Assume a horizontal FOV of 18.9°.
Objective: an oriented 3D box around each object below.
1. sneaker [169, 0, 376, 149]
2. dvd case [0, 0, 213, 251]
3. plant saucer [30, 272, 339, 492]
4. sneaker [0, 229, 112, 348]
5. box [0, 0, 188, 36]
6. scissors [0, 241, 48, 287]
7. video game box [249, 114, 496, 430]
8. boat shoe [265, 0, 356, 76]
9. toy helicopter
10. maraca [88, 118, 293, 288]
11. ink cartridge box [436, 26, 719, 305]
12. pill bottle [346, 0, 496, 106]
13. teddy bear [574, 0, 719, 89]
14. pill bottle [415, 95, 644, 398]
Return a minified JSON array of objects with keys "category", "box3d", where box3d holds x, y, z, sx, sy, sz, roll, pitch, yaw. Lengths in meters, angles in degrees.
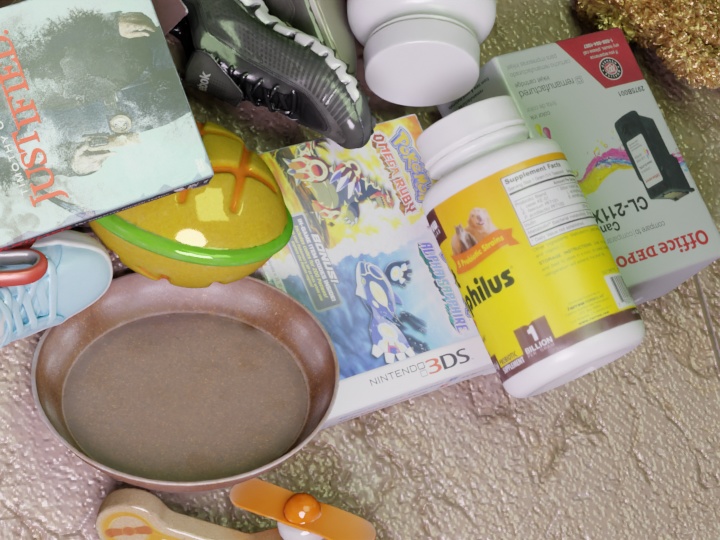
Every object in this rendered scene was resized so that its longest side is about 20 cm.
[{"category":"sneaker","box3d":[-0.079,-0.145,1.551,0.090,0.066,0.200,-39,74,-26]},{"category":"dvd case","box3d":[-0.207,-0.094,1.351,0.200,0.022,0.146,-19,90,-17]},{"category":"plant saucer","box3d":[-0.114,0.076,1.416,0.200,0.035,0.200,2,43,-1]},{"category":"sneaker","box3d":[-0.240,0.033,1.370,0.200,0.074,0.082,-18,36,-24]},{"category":"box","box3d":[-0.219,-0.145,1.421,0.200,0.075,0.100,-47,129,-16]},{"category":"scissors","box3d":[-0.296,-0.016,1.357,0.200,0.014,0.073,3,36,-8]},{"category":"video game box","box3d":[0.000,0.000,1.555,0.182,0.047,0.200,-17,78,-37]},{"category":"boat shoe","box3d":[-0.059,-0.226,1.621,0.067,0.057,0.200,-2,70,-68]},{"category":"toy helicopter","box3d":[-0.071,0.181,1.389,0.200,0.132,0.079,20,41,-8]},{"category":"maraca","box3d":[-0.137,-0.057,1.453,0.200,0.107,0.137,29,29,22]},{"category":"ink cartridge box","box3d":[0.171,-0.070,1.654,0.146,0.083,0.200,-17,78,-38]},{"category":"pill bottle","box3d":[0.045,-0.229,1.629,0.112,0.112,0.200,15,57,-24]},{"category":"teddy bear","box3d":[0.274,-0.211,1.788,0.200,0.067,0.145,31,55,-15]},{"category":"pill bottle","box3d":[0.114,-0.019,1.537,0.109,0.109,0.200,-18,78,-34]}]
